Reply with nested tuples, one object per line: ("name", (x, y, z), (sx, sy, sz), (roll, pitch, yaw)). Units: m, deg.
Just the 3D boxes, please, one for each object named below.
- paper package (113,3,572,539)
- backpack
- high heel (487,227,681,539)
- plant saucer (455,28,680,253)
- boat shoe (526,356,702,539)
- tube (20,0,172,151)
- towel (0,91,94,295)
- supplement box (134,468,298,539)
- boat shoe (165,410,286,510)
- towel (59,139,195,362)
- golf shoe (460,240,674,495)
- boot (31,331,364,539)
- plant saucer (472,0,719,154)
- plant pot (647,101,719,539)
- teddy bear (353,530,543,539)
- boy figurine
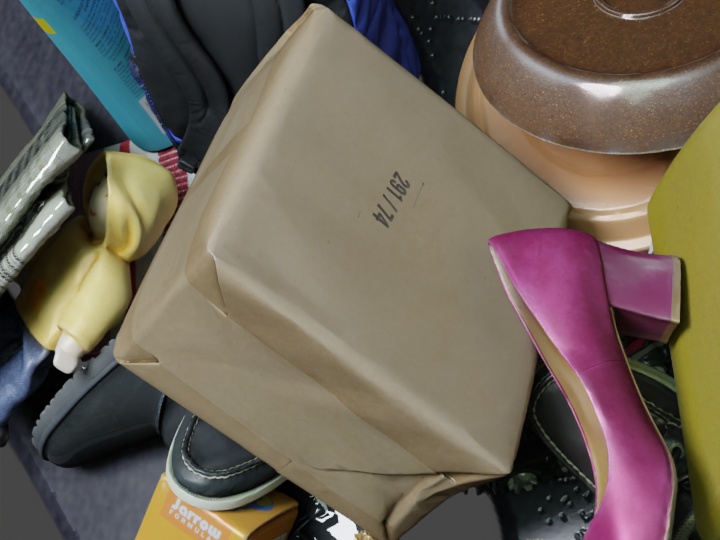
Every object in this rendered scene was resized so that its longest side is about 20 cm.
("paper package", (0.000, 0.000, 0.724), (0.103, 0.190, 0.201), (-41, 20, 43))
("backpack", (-0.063, -0.174, 0.837), (0.160, 0.201, 0.169), (-7, 48, 17))
("high heel", (0.097, 0.072, 0.658), (0.094, 0.068, 0.203), (8, 68, 2))
("plant saucer", (0.150, -0.106, 0.837), (0.198, 0.032, 0.203), (-6, 72, 19))
("boat shoe", (0.166, 0.111, 0.707), (0.199, 0.065, 0.074), (34, 106, 2))
("tube", (-0.161, -0.149, 0.861), (0.050, 0.200, 0.078), (-6, 59, 16))
("towel", (-0.230, -0.017, 0.891), (0.034, 0.193, 0.201), (36, 96, -17))
("supplement box", (-0.107, 0.205, 0.788), (0.066, 0.069, 0.202), (28, 104, 20))
("boat shoe", (-0.035, 0.050, 0.781), (0.074, 0.067, 0.199), (34, 47, 22))
("towel", (-0.105, -0.029, 0.919), (0.197, 0.023, 0.146), (-13, 69, 16))
("golf shoe", (0.112, 0.059, 0.790), (0.198, 0.077, 0.089), (-26, 49, 7))
("boot", (-0.094, 0.130, 0.847), (0.165, 0.065, 0.201), (-46, 76, 24))
("plant saucer", (0.157, -0.145, 0.780), (0.197, 0.035, 0.202), (-9, 46, 9))
("plant pot", (0.253, -0.004, 0.636), (0.197, 0.177, 0.202), (-1, 59, -1))
("teddy bear", (0.035, 0.205, 0.747), (0.197, 0.067, 0.147), (3, 118, 7))
("boy figurine", (-0.185, 0.015, 0.873), (0.200, 0.064, 0.125), (-50, 35, 10))
